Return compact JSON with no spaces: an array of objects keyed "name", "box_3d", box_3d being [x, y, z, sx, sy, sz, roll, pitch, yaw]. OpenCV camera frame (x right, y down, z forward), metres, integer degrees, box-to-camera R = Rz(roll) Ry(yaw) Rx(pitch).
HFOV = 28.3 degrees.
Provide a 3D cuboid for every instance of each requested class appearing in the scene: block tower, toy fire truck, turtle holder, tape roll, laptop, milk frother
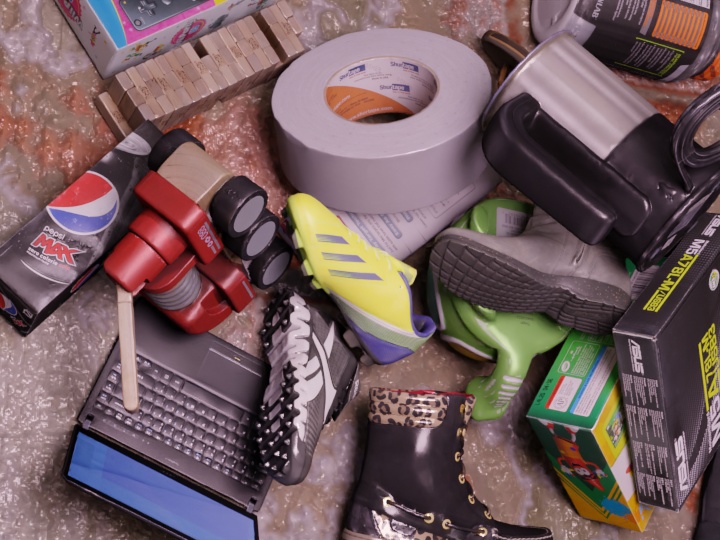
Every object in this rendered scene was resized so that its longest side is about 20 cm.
[{"name":"block tower","box_3d":[-0.142,-0.182,1.314,0.200,0.058,0.054,-31,86,-28]},{"name":"toy fire truck","box_3d":[-0.153,0.016,1.173,0.129,0.176,0.200,38,78,20]},{"name":"turtle holder","box_3d":[0.132,0.032,1.317,0.141,0.132,0.186,-20,82,-29]},{"name":"tape roll","box_3d":[0.022,-0.140,1.303,0.200,0.066,0.200,-3,42,3]},{"name":"laptop","box_3d":[-0.136,0.132,1.181,0.177,0.103,0.200,30,63,-12]},{"name":"milk frother","box_3d":[0.220,-0.130,1.175,0.188,0.200,0.180,43,22,15]}]

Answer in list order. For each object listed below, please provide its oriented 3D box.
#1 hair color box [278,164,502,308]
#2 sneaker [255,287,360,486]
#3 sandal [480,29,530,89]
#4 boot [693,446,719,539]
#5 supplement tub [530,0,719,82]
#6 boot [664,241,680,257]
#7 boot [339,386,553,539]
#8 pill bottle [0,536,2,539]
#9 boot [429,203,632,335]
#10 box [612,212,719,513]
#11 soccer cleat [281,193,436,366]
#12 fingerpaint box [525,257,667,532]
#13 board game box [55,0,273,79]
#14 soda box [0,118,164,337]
[{"name":"hair color box","box_3d":[0.029,-0.063,1.345,0.200,0.061,0.099,-38,90,-30]},{"name":"sneaker","box_3d":[-0.038,0.104,1.229,0.090,0.066,0.200,23,39,-22]},{"name":"sandal","box_3d":[0.175,-0.154,1.444,0.055,0.082,0.200,-31,94,-7]},{"name":"boot","box_3d":[0.409,0.239,1.411,0.165,0.066,0.200,28,59,-15]},{"name":"supplement tub","box_3d":[0.290,-0.268,1.495,0.200,0.123,0.123,13,68,-20]},{"name":"boot","box_3d":[0.281,-0.082,1.381,0.073,0.198,0.163,-12,44,12]},{"name":"boot","box_3d":[0.084,0.183,1.261,0.200,0.073,0.151,6,87,-15]},{"name":"pill bottle","box_3d":[-0.349,0.150,1.076,0.112,0.112,0.200,-17,80,-28]},{"name":"boot","box_3d":[0.152,-0.028,1.246,0.200,0.068,0.131,18,54,-18]},{"name":"box","box_3d":[0.296,0.080,1.282,0.193,0.047,0.200,-46,134,-41]},{"name":"soccer cleat","box_3d":[0.000,0.000,1.223,0.084,0.065,0.200,-27,127,6]},{"name":"fingerpaint box","box_3d":[0.248,0.111,1.329,0.200,0.073,0.167,-58,137,-27]},{"name":"board game box","box_3d":[-0.188,-0.287,1.326,0.200,0.064,0.148,-31,86,-28]},{"name":"soda box","box_3d":[-0.232,-0.038,1.215,0.063,0.071,0.200,44,61,-1]}]
